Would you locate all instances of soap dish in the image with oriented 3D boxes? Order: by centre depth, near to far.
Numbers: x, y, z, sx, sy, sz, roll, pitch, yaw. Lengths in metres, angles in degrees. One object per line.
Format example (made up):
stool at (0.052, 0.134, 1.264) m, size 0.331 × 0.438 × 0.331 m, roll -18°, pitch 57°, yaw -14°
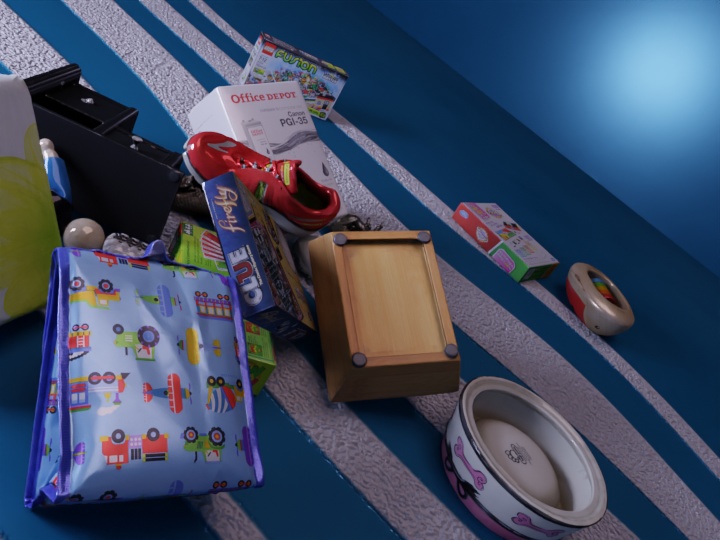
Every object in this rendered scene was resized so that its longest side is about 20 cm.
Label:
soap dish at (0.029, 0.044, 0.765) m, size 0.155 × 0.081 × 0.203 m, roll -1°, pitch 62°, yaw -18°

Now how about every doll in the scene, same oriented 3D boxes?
doll at (-0.342, -0.072, 0.642) m, size 0.198 × 0.048 × 0.138 m, roll 28°, pitch 69°, yaw -5°

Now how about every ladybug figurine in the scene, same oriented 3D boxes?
ladybug figurine at (0.471, 0.060, 1.324) m, size 0.134 × 0.072 × 0.201 m, roll 25°, pitch 29°, yaw -15°

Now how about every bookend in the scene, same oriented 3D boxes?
bookend at (-0.291, -0.142, 0.770) m, size 0.198 × 0.093 × 0.199 m, roll 25°, pitch 21°, yaw -10°

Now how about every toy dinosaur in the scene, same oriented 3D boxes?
toy dinosaur at (-0.017, -0.070, 1.024) m, size 0.087 × 0.048 × 0.201 m, roll 6°, pitch 28°, yaw -20°

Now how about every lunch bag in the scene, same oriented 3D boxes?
lunch bag at (-0.163, 0.070, 0.512) m, size 0.149 × 0.094 × 0.203 m, roll 10°, pitch 67°, yaw -38°

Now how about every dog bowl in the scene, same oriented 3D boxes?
dog bowl at (0.179, 0.221, 0.756) m, size 0.198 × 0.074 × 0.201 m, roll 26°, pitch 29°, yaw -16°

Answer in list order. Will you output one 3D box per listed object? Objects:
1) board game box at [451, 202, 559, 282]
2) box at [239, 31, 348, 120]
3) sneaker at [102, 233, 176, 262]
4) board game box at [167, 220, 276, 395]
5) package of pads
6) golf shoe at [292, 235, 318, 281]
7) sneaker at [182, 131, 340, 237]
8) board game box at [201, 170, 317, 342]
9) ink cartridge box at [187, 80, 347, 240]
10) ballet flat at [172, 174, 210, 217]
board game box at (0.302, -0.063, 1.372) m, size 0.152 × 0.041 × 0.200 m, roll -5°, pitch 47°, yaw -50°
box at (-0.135, -0.394, 1.349) m, size 0.198 × 0.111 × 0.035 m, roll 14°, pitch 33°, yaw -32°
sneaker at (-0.228, 0.019, 0.643) m, size 0.074 × 0.082 × 0.200 m, roll 23°, pitch 10°, yaw -16°
board game box at (-0.155, 0.035, 0.716) m, size 0.101 × 0.048 × 0.201 m, roll 18°, pitch 31°, yaw -27°
package of pads at (-0.321, -0.051, 0.526) m, size 0.067 × 0.203 × 0.154 m, roll 2°, pitch 18°, yaw 23°
golf shoe at (0.000, 0.000, 0.888) m, size 0.199 × 0.098 × 0.078 m, roll 38°, pitch 29°, yaw 11°
sneaker at (-0.107, -0.112, 0.769) m, size 0.198 × 0.085 × 0.078 m, roll 25°, pitch 60°, yaw -30°
board game box at (-0.099, -0.004, 0.690) m, size 0.200 × 0.034 × 0.137 m, roll 61°, pitch 8°, yaw -75°
ink cartridge box at (-0.122, -0.142, 0.882) m, size 0.146 × 0.082 × 0.202 m, roll -21°, pitch 89°, yaw -45°
ballet flat at (-0.173, -0.092, 0.900) m, size 0.198 × 0.047 × 0.068 m, roll 13°, pitch 34°, yaw -34°
